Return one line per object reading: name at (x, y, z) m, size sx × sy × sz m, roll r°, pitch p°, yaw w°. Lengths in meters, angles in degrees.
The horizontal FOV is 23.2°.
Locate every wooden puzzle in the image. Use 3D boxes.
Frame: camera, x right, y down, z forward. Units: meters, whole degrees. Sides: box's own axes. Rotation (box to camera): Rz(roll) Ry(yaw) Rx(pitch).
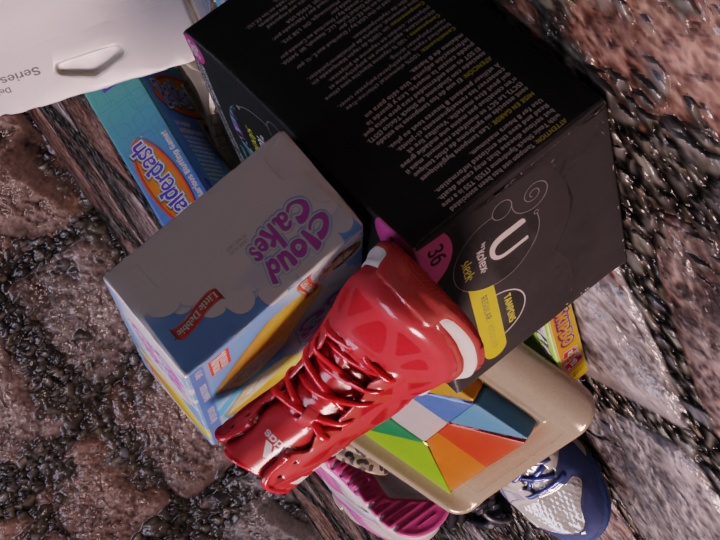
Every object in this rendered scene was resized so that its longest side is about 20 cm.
wooden puzzle at (0.039, 0.086, 1.193) m, size 0.185 × 0.037 × 0.200 m, roll 35°, pitch 145°, yaw -4°

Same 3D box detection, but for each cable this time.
cable at (0.053, 0.149, 1.502) m, size 0.163 × 0.051 × 0.200 m, roll 54°, pitch 169°, yaw -12°

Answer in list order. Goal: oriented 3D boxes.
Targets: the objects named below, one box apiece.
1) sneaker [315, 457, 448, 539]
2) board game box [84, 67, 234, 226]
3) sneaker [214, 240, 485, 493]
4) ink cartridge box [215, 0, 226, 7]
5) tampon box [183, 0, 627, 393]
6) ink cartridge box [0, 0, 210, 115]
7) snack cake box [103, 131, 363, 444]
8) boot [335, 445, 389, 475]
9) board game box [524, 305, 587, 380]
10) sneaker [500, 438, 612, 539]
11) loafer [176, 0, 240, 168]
sneaker at (-0.004, 0.163, 1.477) m, size 0.200 × 0.081 × 0.088 m, roll 49°, pitch 161°, yaw 27°
board game box at (-0.108, -0.058, 1.274) m, size 0.200 × 0.045 × 0.152 m, roll 59°, pitch -165°, yaw 11°
sneaker at (-0.009, 0.062, 0.865) m, size 0.078 × 0.116 × 0.200 m, roll 45°, pitch 166°, yaw 11°
ink cartridge box at (-0.056, -0.206, 1.001) m, size 0.116 × 0.067 × 0.200 m, roll 46°, pitch 167°, yaw 35°
tampon box at (0.027, -0.066, 0.939) m, size 0.200 × 0.126 × 0.150 m, roll 45°, pitch 167°, yaw 32°
ink cartridge box at (-0.176, -0.201, 1.111) m, size 0.200 × 0.145 × 0.088 m, roll -98°, pitch -11°, yaw -48°
snack cake box at (-0.061, 0.016, 0.924) m, size 0.067 × 0.115 × 0.200 m, roll 49°, pitch 170°, yaw 11°
boot at (-0.007, 0.066, 1.416) m, size 0.073 × 0.151 × 0.200 m, roll 11°, pitch -171°, yaw -34°
board game box at (0.074, -0.011, 1.173) m, size 0.200 × 0.030 × 0.096 m, roll 42°, pitch 166°, yaw 34°
sneaker at (0.101, 0.123, 1.272) m, size 0.200 × 0.075 × 0.088 m, roll 51°, pitch -159°, yaw 6°
loafer at (-0.094, -0.149, 1.239) m, size 0.200 × 0.075 × 0.070 m, roll 64°, pitch 179°, yaw -43°
